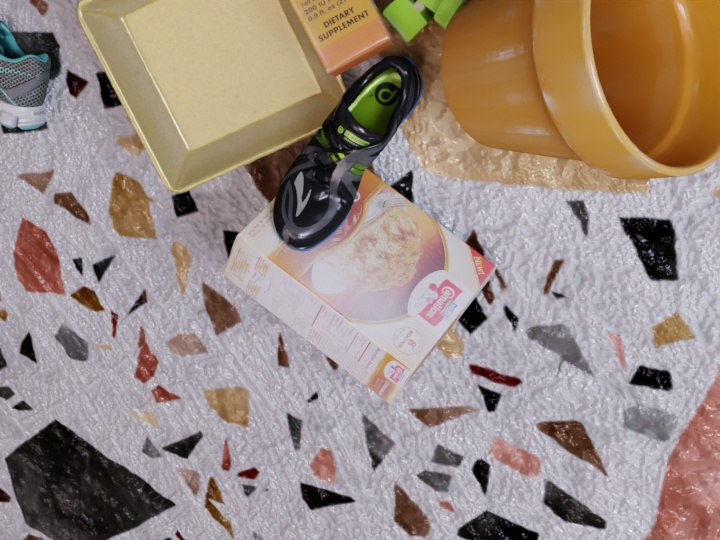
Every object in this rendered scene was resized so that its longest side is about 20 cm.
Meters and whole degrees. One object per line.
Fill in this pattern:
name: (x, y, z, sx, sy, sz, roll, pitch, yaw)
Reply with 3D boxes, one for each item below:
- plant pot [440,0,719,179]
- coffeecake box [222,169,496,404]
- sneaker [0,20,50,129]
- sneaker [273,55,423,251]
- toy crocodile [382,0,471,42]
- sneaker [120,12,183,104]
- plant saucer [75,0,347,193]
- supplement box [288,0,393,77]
plant pot: (0.169, -0.166, 0.997, 0.183, 0.200, 0.200, -2, 117, 50)
coffeecake box: (0.000, 0.000, 1.199, 0.200, 0.154, 0.073, 37, 144, 6)
sneaker: (-0.410, -0.234, 1.378, 0.200, 0.078, 0.091, 29, 113, 8)
sneaker: (-0.016, -0.110, 1.137, 0.071, 0.083, 0.200, 34, 89, 9)
toy crocodile: (0.081, -0.270, 1.064, 0.067, 0.062, 0.200, 38, 125, 7)
sneaker: (-0.188, -0.203, 1.261, 0.078, 0.066, 0.200, -6, 115, 24)
plant saucer: (-0.131, -0.200, 1.198, 0.200, 0.048, 0.200, -22, 106, 12)
supplement box: (-0.045, -0.270, 1.102, 0.066, 0.069, 0.200, -28, 91, 7)
